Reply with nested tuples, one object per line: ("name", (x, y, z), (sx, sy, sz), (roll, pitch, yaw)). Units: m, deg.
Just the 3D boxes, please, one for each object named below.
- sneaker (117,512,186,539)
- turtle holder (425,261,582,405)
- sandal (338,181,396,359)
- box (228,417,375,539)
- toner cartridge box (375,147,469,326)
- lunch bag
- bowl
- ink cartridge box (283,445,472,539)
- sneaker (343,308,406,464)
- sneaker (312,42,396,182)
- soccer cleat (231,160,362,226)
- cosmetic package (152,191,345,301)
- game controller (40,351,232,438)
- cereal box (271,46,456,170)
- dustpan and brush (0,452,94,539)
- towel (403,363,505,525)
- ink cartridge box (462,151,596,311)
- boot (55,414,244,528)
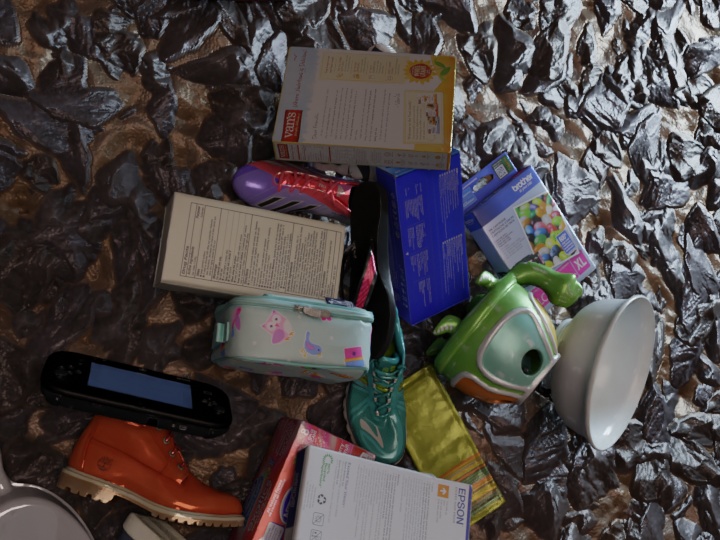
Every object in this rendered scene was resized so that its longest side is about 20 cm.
("sneaker", (-0.187, 0.326, 0.817), (0.075, 0.199, 0.085), (35, 80, -44))
("turtle holder", (0.178, 0.079, 0.995), (0.132, 0.141, 0.185), (40, 53, 14))
("sandal", (0.000, 0.000, 0.923), (0.045, 0.075, 0.202), (-2, 90, -41))
("box", (-0.074, 0.274, 0.902), (0.099, 0.095, 0.201), (27, 75, -16))
("toner cartridge box", (0.077, -0.042, 0.977), (0.094, 0.043, 0.202), (-24, 123, -26))
("lunch bag", (-0.081, 0.072, 0.872), (0.159, 0.200, 0.078), (11, 77, -16))
("bowl", (0.296, 0.120, 1.044), (0.200, 0.090, 0.203), (-23, 120, -47))
("ink cartridge box", (0.015, 0.300, 0.838), (0.198, 0.041, 0.201), (18, 63, -18))
("sneaker", (0.021, 0.128, 0.961), (0.077, 0.080, 0.202), (-1, 79, -12))
("sneaker", (-0.019, -0.198, 0.997), (0.128, 0.080, 0.201), (3, 70, -7))
("soccer cleat", (-0.052, -0.093, 0.972), (0.198, 0.076, 0.067), (14, 76, -19))
("cosmetic package", (-0.126, -0.015, 0.928), (0.198, 0.087, 0.104), (12, 80, -19))
("game controller", (-0.234, 0.129, 0.862), (0.198, 0.104, 0.042), (17, 110, -18))
("cereal box", (0.007, -0.186, 0.927), (0.198, 0.040, 0.145), (5, 60, 5))
("dustpan and brush", (-0.356, 0.248, 0.832), (0.139, 0.057, 0.202), (-17, 95, -33))
("towel", (0.103, 0.223, 1.017), (0.086, 0.018, 0.201), (-29, 93, -22))
("ink cartridge box", (0.216, -0.051, 1.087), (0.119, 0.042, 0.201), (-36, 94, -21))
("boot", (-0.208, 0.211, 0.870), (0.198, 0.075, 0.108), (22, 69, -9))
